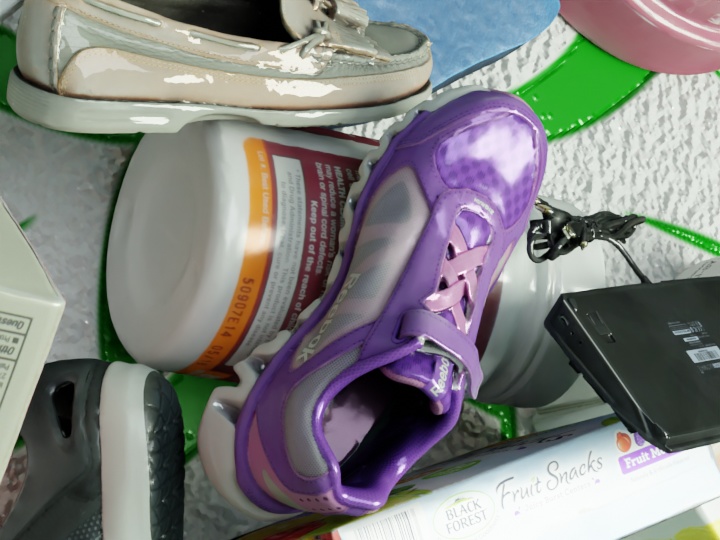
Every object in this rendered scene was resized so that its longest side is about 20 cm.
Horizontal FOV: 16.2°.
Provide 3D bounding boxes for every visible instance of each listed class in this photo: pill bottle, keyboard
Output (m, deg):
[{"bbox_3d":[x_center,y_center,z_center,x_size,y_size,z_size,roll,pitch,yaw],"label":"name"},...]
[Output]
[{"bbox_3d":[0.000,0.000,1.102,0.199,0.114,0.115,11,73,-29],"label":"pill bottle"},{"bbox_3d":[0.128,0.021,1.085,0.127,0.021,0.200,56,24,16],"label":"keyboard"}]

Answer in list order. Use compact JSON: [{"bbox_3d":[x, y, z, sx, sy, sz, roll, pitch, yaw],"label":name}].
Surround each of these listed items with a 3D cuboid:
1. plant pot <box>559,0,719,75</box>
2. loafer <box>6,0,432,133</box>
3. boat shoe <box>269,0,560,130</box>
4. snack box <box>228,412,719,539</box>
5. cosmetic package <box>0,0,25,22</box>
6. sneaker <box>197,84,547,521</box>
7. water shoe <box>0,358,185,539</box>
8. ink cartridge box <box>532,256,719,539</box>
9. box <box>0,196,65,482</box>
[{"bbox_3d":[0.194,-0.212,1.234,0.199,0.179,0.202,7,76,-31],"label":"plant pot"},{"bbox_3d":[-0.049,-0.094,1.028,0.199,0.072,0.063,-7,115,-35],"label":"loafer"},{"bbox_3d":[0.004,-0.099,1.156,0.199,0.068,0.085,-12,90,-35],"label":"boat shoe"},{"bbox_3d":[0.037,0.111,1.081,0.199,0.142,0.053,-17,89,-34],"label":"snack box"},{"bbox_3d":[-0.193,-0.113,1.008,0.200,0.113,0.081,-44,103,-33],"label":"cosmetic package"},{"bbox_3d":[0.021,0.019,1.001,0.080,0.088,0.201,38,80,-27],"label":"sneaker"},{"bbox_3d":[-0.116,0.135,1.034,0.078,0.071,0.202,4,93,12],"label":"water shoe"},{"bbox_3d":[0.196,0.108,1.218,0.145,0.083,0.201,-39,100,-33],"label":"ink cartridge box"},{"bbox_3d":[-0.205,0.065,0.905,0.127,0.109,0.201,14,108,-28],"label":"box"}]
